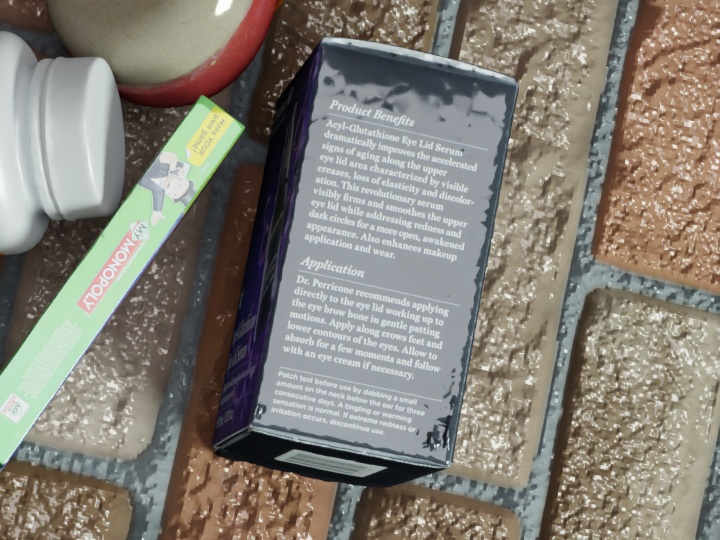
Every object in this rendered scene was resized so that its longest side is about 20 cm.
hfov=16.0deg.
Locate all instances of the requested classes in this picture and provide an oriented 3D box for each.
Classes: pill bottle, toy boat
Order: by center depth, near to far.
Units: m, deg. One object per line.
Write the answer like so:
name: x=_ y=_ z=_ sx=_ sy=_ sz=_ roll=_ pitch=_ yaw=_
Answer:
pill bottle: x=-0.220 y=-0.059 z=1.254 sx=0.199 sy=0.109 sz=0.110 roll=-3 pitch=82 yaw=8
toy boat: x=-0.084 y=-0.170 z=1.323 sx=0.130 sy=0.131 sz=0.201 roll=-18 pitch=54 yaw=27

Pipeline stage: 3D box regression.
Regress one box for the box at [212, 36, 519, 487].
box: x=0.000 y=0.000 z=1.296 sx=0.104 sy=0.148 sz=0.201 roll=11 pitch=79 yaw=-9

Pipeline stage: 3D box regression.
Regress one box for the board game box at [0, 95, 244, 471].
board game box: x=-0.133 y=0.013 z=1.274 sx=0.029 sy=0.135 sz=0.200 roll=36 pitch=77 yaw=-4
